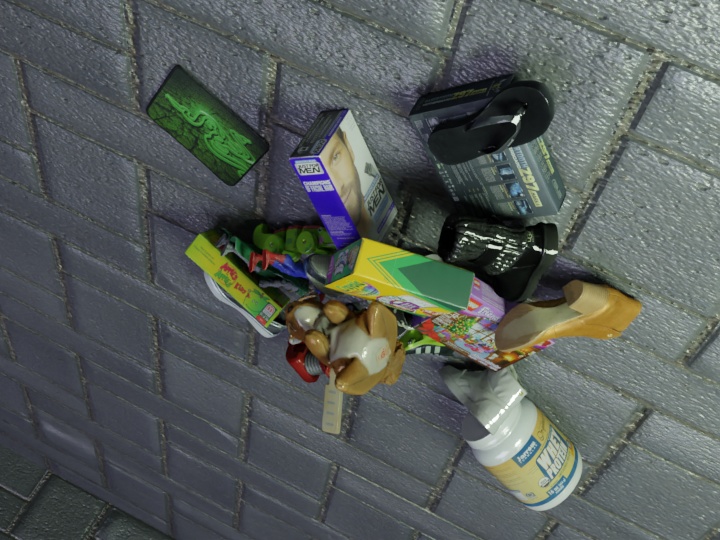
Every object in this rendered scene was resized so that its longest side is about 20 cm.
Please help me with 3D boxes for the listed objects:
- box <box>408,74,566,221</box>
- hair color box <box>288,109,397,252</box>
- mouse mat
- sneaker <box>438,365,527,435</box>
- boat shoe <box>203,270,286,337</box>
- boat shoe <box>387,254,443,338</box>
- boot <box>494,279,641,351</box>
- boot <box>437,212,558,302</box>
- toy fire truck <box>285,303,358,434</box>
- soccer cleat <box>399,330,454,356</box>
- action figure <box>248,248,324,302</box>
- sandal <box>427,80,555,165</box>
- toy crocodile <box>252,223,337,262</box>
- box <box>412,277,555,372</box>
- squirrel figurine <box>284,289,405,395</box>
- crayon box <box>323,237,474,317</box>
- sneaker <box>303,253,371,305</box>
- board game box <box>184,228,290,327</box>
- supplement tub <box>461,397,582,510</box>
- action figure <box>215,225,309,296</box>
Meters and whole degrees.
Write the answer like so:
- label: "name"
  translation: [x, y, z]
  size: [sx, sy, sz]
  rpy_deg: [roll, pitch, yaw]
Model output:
- label: "box"
  translation: [0.176, -0.159, 1.253]
  size: [0.155, 0.051, 0.202]
  rpy_deg: [-5, 130, 39]
- label: "hair color box"
  translation: [-0.022, -0.127, 1.383]
  size: [0.064, 0.110, 0.202]
  rpy_deg: [0, 135, 35]
- label: "mouse mat"
  translation: [-0.257, -0.235, 1.514]
  size: [0.199, 0.008, 0.160]
  rpy_deg: [40, 143, -13]
- label: "sneaker"
  translation: [0.222, 0.199, 1.623]
  size: [0.074, 0.116, 0.200]
  rpy_deg: [44, 179, -31]
- label: "boat shoe"
  translation: [-0.214, 0.049, 1.761]
  size: [0.200, 0.072, 0.067]
  rpy_deg: [47, 136, -17]
- label: "boat shoe"
  translation: [0.086, 0.062, 1.517]
  size: [0.073, 0.061, 0.201]
  rpy_deg: [10, 133, -34]
- label: "boot"
  translation: [0.314, 0.085, 1.379]
  size: [0.142, 0.072, 0.200]
  rpy_deg: [20, 140, -33]
- label: "boot"
  translation: [0.183, -0.019, 1.324]
  size: [0.154, 0.081, 0.212]
  rpy_deg: [2, 154, -7]
- label: "toy fire truck"
  translation: [-0.065, 0.186, 1.703]
  size: [0.174, 0.202, 0.129]
  rpy_deg: [-11, 128, 42]
- label: "soccer cleat"
  translation: [0.123, 0.126, 1.619]
  size: [0.197, 0.069, 0.081]
  rpy_deg: [-11, 140, 43]
- label: "action figure"
  translation: [-0.099, 0.027, 1.574]
  size: [0.197, 0.102, 0.065]
  rpy_deg: [9, 171, -40]
- label: "sandal"
  translation: [0.166, -0.176, 1.164]
  size: [0.076, 0.043, 0.198]
  rpy_deg: [47, 139, -18]
- label: "toy crocodile"
  translation: [-0.104, -0.052, 1.576]
  size: [0.197, 0.063, 0.067]
  rpy_deg: [-2, 169, 38]
- label: "box"
  translation: [0.198, 0.090, 1.470]
  size: [0.198, 0.040, 0.136]
  rpy_deg: [28, 137, -30]
- label: "squirrel figurine"
  translation: [-0.029, 0.109, 1.460]
  size: [0.184, 0.144, 0.199]
  rpy_deg: [18, 176, 35]
- label: "crayon box"
  translation: [0.050, 0.015, 1.329]
  size: [0.169, 0.060, 0.200]
  rpy_deg: [16, 170, -12]
- label: "sneaker"
  translation: [0.000, 0.000, 1.528]
  size: [0.196, 0.078, 0.085]
  rpy_deg: [15, 138, -25]
- label: "board game box"
  translation: [-0.223, 0.011, 1.673]
  size: [0.199, 0.102, 0.048]
  rpy_deg: [42, 99, -2]
- label: "supplement tub"
  translation: [0.291, 0.321, 1.654]
  size: [0.200, 0.146, 0.144]
  rpy_deg: [44, 142, -18]
- label: "action figure"
  translation: [-0.169, -0.004, 1.648]
  size: [0.198, 0.055, 0.118]
  rpy_deg: [33, -169, -30]
